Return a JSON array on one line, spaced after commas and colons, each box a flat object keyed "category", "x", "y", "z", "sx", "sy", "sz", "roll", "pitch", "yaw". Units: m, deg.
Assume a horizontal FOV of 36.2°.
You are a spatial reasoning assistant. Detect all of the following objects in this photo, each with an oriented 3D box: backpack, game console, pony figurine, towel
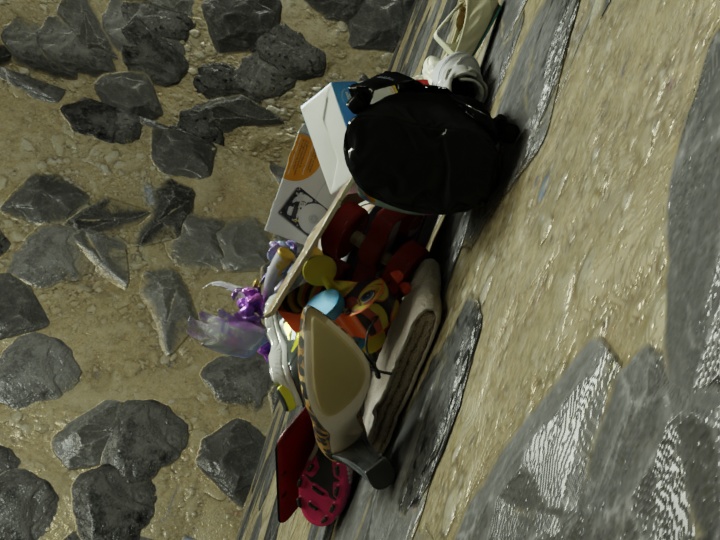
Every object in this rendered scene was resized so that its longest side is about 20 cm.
[{"category": "backpack", "x": 0.063, "y": -0.123, "z": 1.105, "sx": 0.200, "sy": 0.166, "sz": 0.127, "roll": -67, "pitch": -8, "yaw": -73}, {"category": "game console", "x": -0.084, "y": 0.188, "z": 1.406, "sx": 0.201, "sy": 0.118, "sz": 0.173, "roll": 94, "pitch": 152, "yaw": -49}, {"category": "pony figurine", "x": -0.117, "y": 0.054, "z": 1.480, "sx": 0.200, "sy": 0.192, "sz": 0.167, "roll": -56, "pitch": 9, "yaw": 29}, {"category": "towel", "x": 0.041, "y": 0.094, "z": 1.185, "sx": 0.133, "sy": 0.034, "sz": 0.201, "roll": -84, "pitch": 14, "yaw": -65}]

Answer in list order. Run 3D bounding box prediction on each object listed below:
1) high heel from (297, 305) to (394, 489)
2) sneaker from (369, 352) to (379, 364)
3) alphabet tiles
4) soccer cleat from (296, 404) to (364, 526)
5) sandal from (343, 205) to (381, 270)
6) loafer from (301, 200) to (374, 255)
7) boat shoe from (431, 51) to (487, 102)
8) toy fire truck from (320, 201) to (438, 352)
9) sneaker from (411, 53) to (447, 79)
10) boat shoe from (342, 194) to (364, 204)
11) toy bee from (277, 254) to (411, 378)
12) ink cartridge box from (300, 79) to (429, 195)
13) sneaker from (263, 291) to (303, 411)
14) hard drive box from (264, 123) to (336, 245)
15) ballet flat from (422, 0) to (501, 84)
[{"category": "high heel", "x": -0.038, "y": 0.114, "z": 1.097, "sx": 0.142, "sy": 0.071, "sz": 0.201, "roll": 25, "pitch": 139, "yaw": 65}, {"category": "sneaker", "x": -0.021, "y": 0.118, "z": 1.530, "sx": 0.200, "sy": 0.074, "sz": 0.089, "roll": -105, "pitch": 37, "yaw": -82}, {"category": "alphabet tiles", "x": -0.058, "y": -0.022, "z": 1.204, "sx": 0.168, "sy": 0.008, "sz": 0.200, "roll": -60, "pitch": 5, "yaw": -7}, {"category": "soccer cleat", "x": -0.021, "y": 0.213, "z": 1.318, "sx": 0.086, "sy": 0.070, "sz": 0.201, "roll": -22, "pitch": -50, "yaw": -52}, {"category": "sandal", "x": 0.000, "y": -0.001, "z": 1.389, "sx": 0.043, "sy": 0.076, "sz": 0.201, "roll": -67, "pitch": 2, "yaw": -86}, {"category": "loafer", "x": -0.031, "y": -0.036, "z": 1.495, "sx": 0.200, "sy": 0.072, "sz": 0.063, "roll": -33, "pitch": 11, "yaw": 48}, {"category": "boat shoe", "x": 0.122, "y": -0.207, "z": 1.313, "sx": 0.065, "sy": 0.074, "sz": 0.201, "roll": -27, "pitch": 28, "yaw": 36}, {"category": "toy fire truck", "x": 0.035, "y": -0.011, "z": 1.297, "sx": 0.168, "sy": 0.112, "sz": 0.201, "roll": -36, "pitch": -28, "yaw": -45}, {"category": "sneaker", "x": 0.097, "y": -0.256, "z": 1.529, "sx": 0.200, "sy": 0.093, "sz": 0.071, "roll": -77, "pitch": 8, "yaw": -47}, {"category": "boat shoe", "x": 0.038, "y": -0.115, "z": 1.468, "sx": 0.200, "sy": 0.072, "sz": 0.068, "roll": -26, "pitch": 43, "yaw": 43}, {"category": "toy bee", "x": 0.001, "y": 0.045, "z": 1.165, "sx": 0.109, "sy": 0.200, "sz": 0.131, "roll": -43, "pitch": -39, "yaw": -16}, {"category": "ink cartridge box", "x": 0.038, "y": -0.162, "z": 1.313, "sx": 0.067, "sy": 0.199, "sz": 0.117, "roll": -30, "pitch": 76, "yaw": 47}, {"category": "sneaker", "x": -0.064, "y": 0.090, "z": 1.302, "sx": 0.200, "sy": 0.084, "sz": 0.075, "roll": -102, "pitch": -3, "yaw": -55}, {"category": "hard drive box", "x": -0.018, "y": -0.102, "z": 1.592, "sx": 0.077, "sy": 0.199, "sz": 0.157, "roll": -82, "pitch": 11, "yaw": -75}, {"category": "ballet flat", "x": 0.117, "y": -0.277, "z": 1.432, "sx": 0.069, "sy": 0.069, "sz": 0.201, "roll": 134, "pitch": 161, "yaw": -78}]
